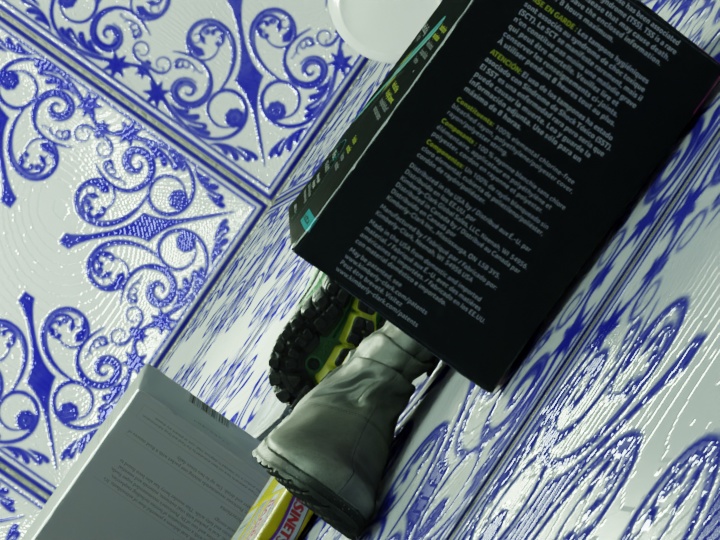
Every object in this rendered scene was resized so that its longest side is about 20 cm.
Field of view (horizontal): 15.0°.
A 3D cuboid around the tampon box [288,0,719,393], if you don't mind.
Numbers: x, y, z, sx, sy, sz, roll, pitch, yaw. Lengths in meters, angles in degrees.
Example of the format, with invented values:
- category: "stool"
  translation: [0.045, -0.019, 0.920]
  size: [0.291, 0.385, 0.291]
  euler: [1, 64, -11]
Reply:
- category: "tampon box"
  translation: [0.071, -0.064, 1.396]
  size: [0.200, 0.126, 0.150]
  euler: [-54, 6, 7]

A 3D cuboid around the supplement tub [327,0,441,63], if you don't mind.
- category: "supplement tub"
  translation: [0.047, -0.317, 2.954]
  size: [0.140, 0.140, 0.200]
  euler: [-52, 7, 25]

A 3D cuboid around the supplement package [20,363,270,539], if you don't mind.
- category: "supplement package"
  translation: [-0.159, 0.185, 1.877]
  size: [0.200, 0.121, 0.120]
  euler: [-54, 6, 4]

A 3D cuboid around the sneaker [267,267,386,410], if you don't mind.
- category: "sneaker"
  translation: [0.000, 0.000, 1.851]
  size: [0.200, 0.078, 0.085]
  euler: [-55, 5, 6]

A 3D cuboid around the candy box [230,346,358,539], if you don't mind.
- category: "candy box"
  translation: [-0.035, 0.126, 1.675]
  size: [0.200, 0.026, 0.102]
  euler: [-57, 9, -19]

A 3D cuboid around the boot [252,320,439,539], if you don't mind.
- category: "boot"
  translation: [0.006, 0.069, 1.503]
  size: [0.131, 0.068, 0.200]
  euler: [-49, 7, 2]

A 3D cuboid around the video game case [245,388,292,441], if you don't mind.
- category: "video game case"
  translation: [-0.028, 0.056, 2.063]
  size: [0.200, 0.019, 0.143]
  euler: [-57, 6, -27]
